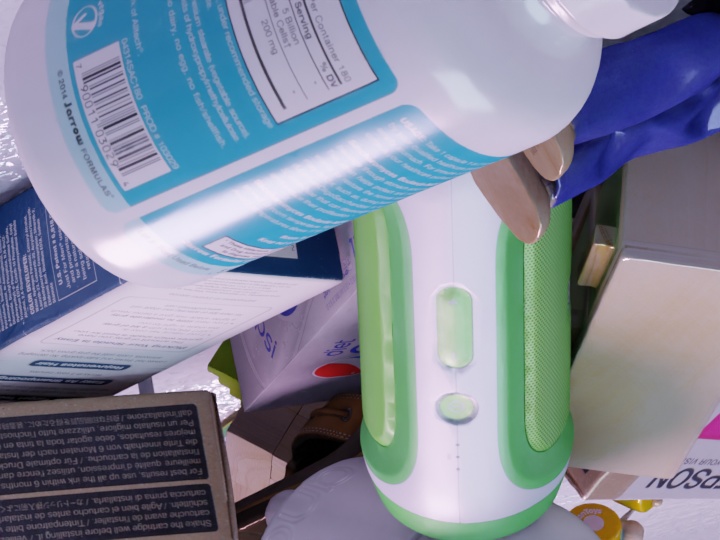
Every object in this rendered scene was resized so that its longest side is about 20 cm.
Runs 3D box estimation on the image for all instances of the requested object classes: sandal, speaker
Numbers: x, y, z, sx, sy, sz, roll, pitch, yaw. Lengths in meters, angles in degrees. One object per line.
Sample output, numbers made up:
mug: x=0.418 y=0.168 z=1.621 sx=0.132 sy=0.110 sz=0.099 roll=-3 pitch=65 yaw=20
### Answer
sandal: x=0.008 y=0.075 z=1.240 sx=0.200 sy=0.055 sz=0.082 roll=-38 pitch=142 yaw=26
speaker: x=0.038 y=0.004 z=1.027 sx=0.088 sy=0.089 sz=0.201 roll=-9 pitch=129 yaw=-7

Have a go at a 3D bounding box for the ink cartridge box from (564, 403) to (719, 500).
ink cartridge box: x=0.192 y=0.029 z=1.275 sx=0.200 sy=0.075 sz=0.165 roll=3 pitch=135 yaw=-47

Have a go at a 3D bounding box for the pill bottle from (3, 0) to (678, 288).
pill bottle: x=-0.004 y=-0.074 z=0.849 sx=0.199 sy=0.111 sz=0.111 roll=-21 pitch=161 yaw=32

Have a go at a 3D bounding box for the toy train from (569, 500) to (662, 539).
toy train: x=0.117 y=0.102 z=1.439 sx=0.055 sy=0.201 sz=0.150 roll=24 pitch=178 yaw=24

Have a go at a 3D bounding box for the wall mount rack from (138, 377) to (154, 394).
wall mount rack: x=-0.192 y=0.089 z=1.351 sx=0.199 sy=0.075 sz=0.174 roll=4 pitch=155 yaw=-38

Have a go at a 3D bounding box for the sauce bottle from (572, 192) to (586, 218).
sauce bottle: x=0.178 y=-0.053 z=1.107 sx=0.199 sy=0.066 sz=0.066 roll=-9 pitch=164 yaw=8

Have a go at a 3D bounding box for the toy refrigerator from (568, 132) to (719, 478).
toy refrigerator: x=0.111 y=0.008 z=1.086 sx=0.070 sy=0.076 sz=0.200 roll=8 pitch=155 yaw=-4

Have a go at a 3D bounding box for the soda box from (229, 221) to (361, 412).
soda box: x=0.000 y=0.000 z=1.178 sx=0.068 sy=0.064 sz=0.200 roll=-6 pitch=163 yaw=-20

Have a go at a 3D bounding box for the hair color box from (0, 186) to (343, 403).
hair color box: x=-0.111 y=0.007 z=1.136 sx=0.100 sy=0.061 sz=0.200 roll=5 pitch=157 yaw=-43

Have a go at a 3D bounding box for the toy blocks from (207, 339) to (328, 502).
toy blocks: x=0.009 y=0.123 z=1.370 sx=0.199 sy=0.100 sz=0.137 roll=26 pitch=152 yaw=10

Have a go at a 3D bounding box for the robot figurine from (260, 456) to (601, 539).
robot figurine: x=0.031 y=0.140 z=1.135 sx=0.113 sy=0.170 sz=0.200 roll=16 pitch=176 yaw=-35

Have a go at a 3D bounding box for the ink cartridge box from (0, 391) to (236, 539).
ink cartridge box: x=-0.163 y=0.123 z=1.213 sx=0.164 sy=0.075 sz=0.200 roll=-2 pitch=158 yaw=-24

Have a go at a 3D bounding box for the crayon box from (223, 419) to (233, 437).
crayon box: x=0.003 y=0.109 z=1.548 sx=0.172 sy=0.059 sz=0.200 roll=-2 pitch=161 yaw=-28

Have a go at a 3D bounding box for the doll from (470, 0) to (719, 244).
doll: x=0.134 y=-0.079 z=0.934 sx=0.199 sy=0.049 sz=0.137 roll=-26 pitch=157 yaw=-23
